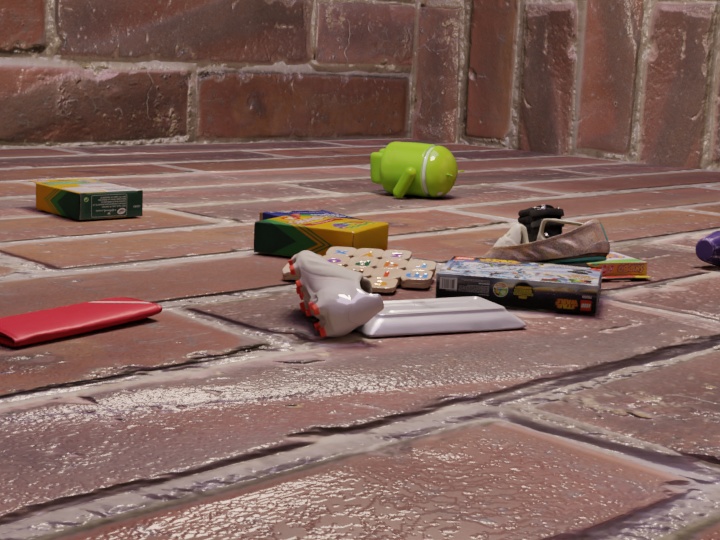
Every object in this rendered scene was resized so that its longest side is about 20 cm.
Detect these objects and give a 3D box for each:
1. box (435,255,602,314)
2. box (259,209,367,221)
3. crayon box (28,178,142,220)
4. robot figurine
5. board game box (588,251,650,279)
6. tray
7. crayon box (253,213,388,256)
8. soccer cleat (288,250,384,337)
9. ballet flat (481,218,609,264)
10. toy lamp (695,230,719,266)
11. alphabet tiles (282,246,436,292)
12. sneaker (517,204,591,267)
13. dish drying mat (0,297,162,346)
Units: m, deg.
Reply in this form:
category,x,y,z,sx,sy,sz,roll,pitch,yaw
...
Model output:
category,x,y,z,sx,sy,sz,roll,pitch,yaw
box,0.205,0.017,1.547,0.200,0.040,0.137,5,11,13
box,-0.070,-0.075,2.033,0.121,0.032,0.200,-4,13,-32
crayon box,-0.496,-0.129,2.180,0.126,0.052,0.200,-6,14,-40
robot figurine,0.121,-0.220,2.645,0.200,0.116,0.175,7,17,25
board game box,0.340,-0.014,1.801,0.095,0.030,0.200,-2,13,-20
tray,0.080,0.050,1.388,0.200,0.022,0.107,-2,10,-23
crayon box,-0.044,-0.048,1.828,0.200,0.051,0.127,7,11,24
soccer cleat,-0.029,0.023,1.366,0.078,0.069,0.200,-18,21,-9
ballet flat,0.239,-0.033,1.642,0.200,0.067,0.068,-9,-7,24
toy lamp,0.596,-0.038,1.902,0.200,0.058,0.058,-7,13,-39
alphabet tiles,0.000,0.000,1.643,0.200,0.015,0.196,4,16,8
sneaker,0.270,-0.039,1.710,0.071,0.099,0.200,0,11,-22
dish drying mat,-0.309,0.052,1.295,0.077,0.018,0.200,11,13,36
